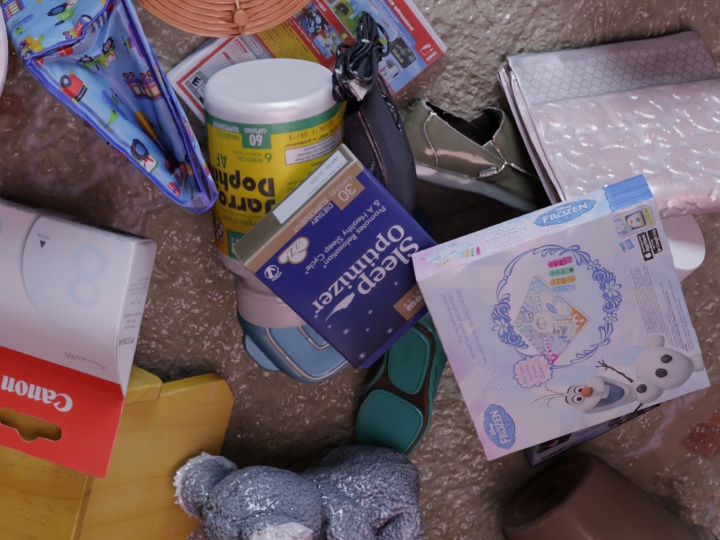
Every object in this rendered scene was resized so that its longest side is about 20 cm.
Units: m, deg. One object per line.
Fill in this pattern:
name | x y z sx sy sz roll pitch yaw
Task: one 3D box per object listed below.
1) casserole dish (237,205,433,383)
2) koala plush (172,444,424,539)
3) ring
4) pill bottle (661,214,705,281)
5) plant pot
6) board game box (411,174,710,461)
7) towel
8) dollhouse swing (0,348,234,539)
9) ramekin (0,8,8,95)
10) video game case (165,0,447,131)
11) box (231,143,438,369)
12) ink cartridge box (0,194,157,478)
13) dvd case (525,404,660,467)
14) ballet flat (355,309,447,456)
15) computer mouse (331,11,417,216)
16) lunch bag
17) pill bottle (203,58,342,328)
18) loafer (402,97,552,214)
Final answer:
casserole dish | -0.015 0.021 1.723 0.200 0.039 0.121 -40 119 3
koala plush | -0.058 0.223 1.709 0.199 0.177 0.185 20 99 -39
ring | -0.105 -0.283 1.558 0.199 0.019 0.202 -5 110 -13
pill bottle | 0.203 0.017 1.707 0.112 0.113 0.200 21 135 -25
plant pot | 0.227 0.269 1.846 0.200 0.200 0.175 -38 100 1
board game box | 0.165 0.042 1.605 0.198 0.043 0.201 -19 123 5
towel | 0.235 -0.120 1.664 0.199 0.192 0.032 -9 144 -16
dollhouse swing | -0.238 0.153 1.708 0.181 0.176 0.201 22 110 18
ramekin | -0.369 -0.174 1.484 0.201 0.094 0.204 -7 115 -15
video game case | -0.043 -0.172 1.638 0.200 0.017 0.143 -39 119 2
box | 0.000 0.000 1.584 0.121 0.032 0.200 -43 134 3
ink cartridge box | -0.260 0.052 1.578 0.159 0.047 0.201 16 97 19
dvd case | 0.221 0.115 1.781 0.142 0.018 0.200 -25 160 -9
ballet flat | 0.047 0.094 1.751 0.070 0.067 0.201 -47 161 -40
computer mouse | 0.017 -0.098 1.603 0.052 0.139 0.201 2 117 10
lunch bag | -0.181 -0.132 1.534 0.094 0.151 0.200 -35 119 -1
pill bottle | -0.067 -0.061 1.606 0.112 0.113 0.201 -10 117 -14
loafer | 0.121 -0.098 1.694 0.199 0.075 0.070 12 113 -23
